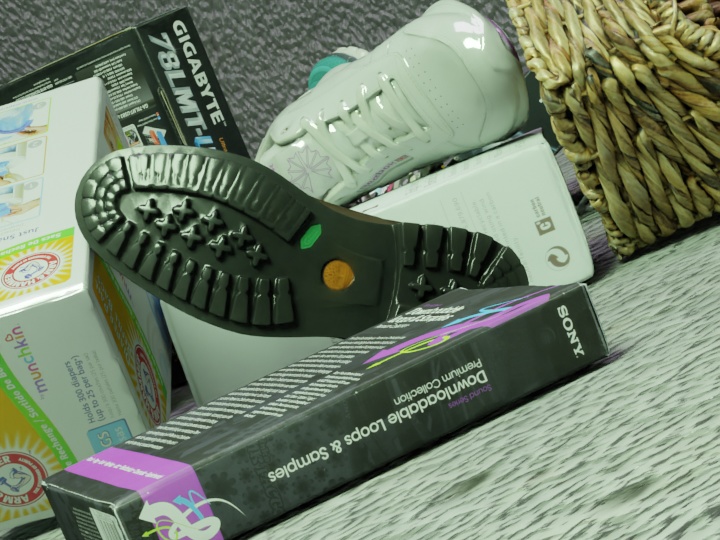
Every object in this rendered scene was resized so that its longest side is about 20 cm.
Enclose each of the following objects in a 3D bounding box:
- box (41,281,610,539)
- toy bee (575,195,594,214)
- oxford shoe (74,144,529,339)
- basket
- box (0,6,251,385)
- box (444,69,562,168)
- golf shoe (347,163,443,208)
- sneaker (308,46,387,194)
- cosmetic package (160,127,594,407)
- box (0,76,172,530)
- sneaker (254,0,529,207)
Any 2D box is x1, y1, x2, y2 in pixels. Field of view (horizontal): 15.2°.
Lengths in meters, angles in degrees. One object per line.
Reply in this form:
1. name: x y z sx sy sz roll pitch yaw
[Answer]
1. box: -0.016 0.058 1.050 0.199 0.036 0.143 -26 6 -16
2. toy bee: 0.150 -0.089 1.428 0.199 0.109 0.131 -19 8 39
3. oxford shoe: -0.029 -0.001 1.183 0.199 0.073 0.084 18 -5 -3
4. basket: 0.150 -0.133 1.294 0.148 0.143 0.201 -22 36 10
5. box: -0.136 -0.030 1.560 0.199 0.200 0.050 -18 8 46
6. box: 0.114 -0.102 1.596 0.160 0.043 0.200 -49 0 -3
7. golf shoe: 0.000 0.000 1.468 0.088 0.077 0.200 -39 -8 26
8. sneaker: -0.004 -0.070 1.647 0.079 0.078 0.200 -16 37 -6
9. cosmetic package: 0.009 0.003 1.299 0.199 0.075 0.102 -21 4 4
10. box: -0.151 0.015 1.249 0.101 0.113 0.200 -16 29 6
11. sneaker: 0.011 -0.066 1.310 0.100 0.075 0.200 -41 7 -30
